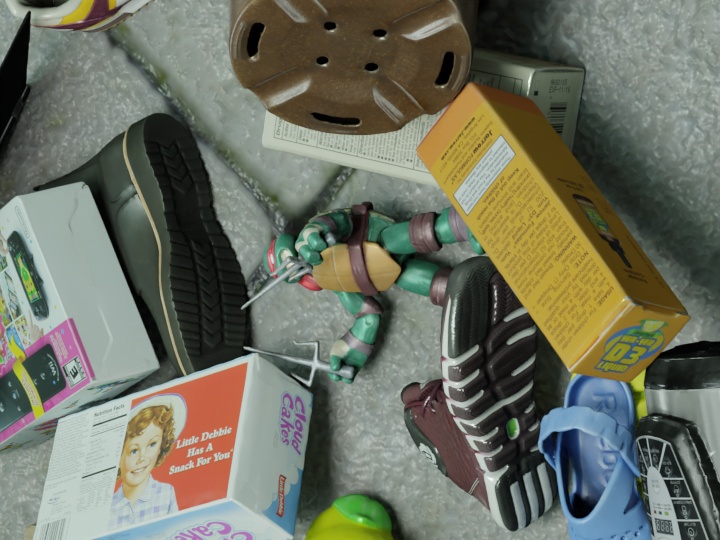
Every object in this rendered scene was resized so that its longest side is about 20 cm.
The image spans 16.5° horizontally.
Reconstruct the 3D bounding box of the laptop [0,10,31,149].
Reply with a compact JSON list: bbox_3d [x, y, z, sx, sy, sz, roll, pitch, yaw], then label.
[{"bbox_3d":[-0.329,-0.091,1.820,0.200,0.116,0.187,9,63,32],"label":"laptop"}]

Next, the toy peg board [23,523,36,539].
[{"bbox_3d":[-0.186,0.297,1.827,0.200,0.098,0.200,0,95,31],"label":"toy peg board"}]

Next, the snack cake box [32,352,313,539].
[{"bbox_3d":[-0.133,0.144,1.738,0.200,0.067,0.115,-19,48,37],"label":"snack cake box"}]

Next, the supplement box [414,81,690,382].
[{"bbox_3d":[0.115,-0.024,1.507,0.069,0.066,0.200,-52,50,23],"label":"supplement box"}]

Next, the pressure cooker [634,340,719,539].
[{"bbox_3d":[0.265,0.138,1.489,0.178,0.176,0.200,-6,92,30],"label":"pressure cooker"}]

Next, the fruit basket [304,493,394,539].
[{"bbox_3d":[0.002,0.256,1.681,0.155,0.216,0.216,22,106,21],"label":"fruit basket"}]

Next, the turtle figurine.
[{"bbox_3d":[0.000,0.000,1.675,0.200,0.150,0.101,-5,54,21],"label":"turtle figurine"}]

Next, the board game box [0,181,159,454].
[{"bbox_3d":[-0.243,0.041,1.822,0.200,0.064,0.148,-33,76,52],"label":"board game box"}]

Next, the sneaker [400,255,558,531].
[{"bbox_3d":[0.061,0.073,1.640,0.115,0.076,0.200,22,131,48],"label":"sneaker"}]

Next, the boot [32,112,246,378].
[{"bbox_3d":[-0.164,0.003,1.810,0.138,0.077,0.200,-24,70,36],"label":"boot"}]

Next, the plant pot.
[{"bbox_3d":[-0.004,-0.205,1.563,0.200,0.200,0.198,-24,45,31],"label":"plant pot"}]

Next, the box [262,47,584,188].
[{"bbox_3d":[0.040,-0.109,1.661,0.200,0.078,0.095,16,103,30],"label":"box"}]

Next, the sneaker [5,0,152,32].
[{"bbox_3d":[-0.166,-0.232,1.770,0.200,0.090,0.075,-37,75,29],"label":"sneaker"}]

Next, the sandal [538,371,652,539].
[{"bbox_3d":[0.156,0.157,1.611,0.079,0.087,0.200,-11,90,30],"label":"sandal"}]

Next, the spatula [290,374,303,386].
[{"bbox_3d":[-0.116,0.134,1.803,0.200,0.021,0.057,-36,38,19],"label":"spatula"}]
